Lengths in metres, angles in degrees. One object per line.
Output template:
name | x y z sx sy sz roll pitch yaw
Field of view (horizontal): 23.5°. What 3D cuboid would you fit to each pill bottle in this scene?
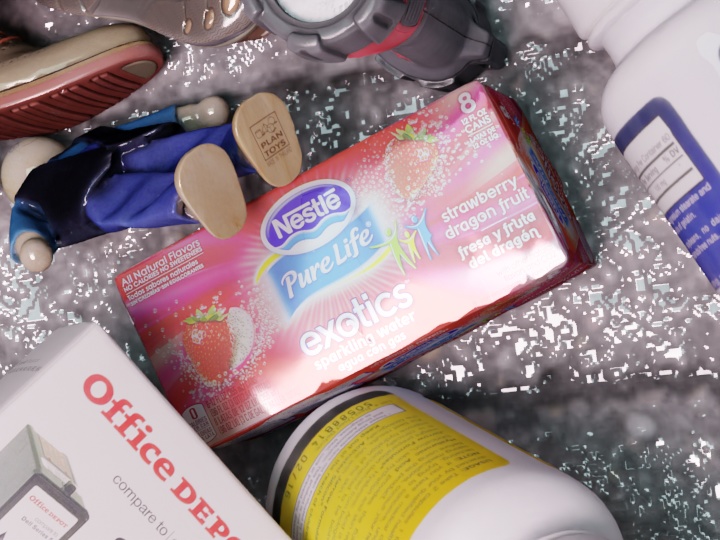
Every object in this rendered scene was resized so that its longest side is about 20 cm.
pill bottle | 0.177 -0.068 0.760 0.119 0.120 0.201 -35 82 12
pill bottle | 0.045 0.126 0.745 0.111 0.200 0.112 -6 104 -26

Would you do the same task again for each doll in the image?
doll | -0.110 -0.047 0.833 0.199 0.136 0.049 -1 126 49

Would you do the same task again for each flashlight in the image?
flashlight | 0.008 -0.116 0.763 0.068 0.200 0.068 -28 83 13

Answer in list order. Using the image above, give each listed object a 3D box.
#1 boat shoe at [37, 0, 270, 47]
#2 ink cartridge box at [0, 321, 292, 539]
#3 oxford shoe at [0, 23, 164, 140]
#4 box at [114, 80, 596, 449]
boat shoe | -0.108 -0.157 0.863 0.200 0.072 0.076 30 111 32
ink cartridge box | -0.145 0.140 0.738 0.200 0.084 0.146 -44 101 -18
oxford shoe | -0.198 -0.103 0.887 0.199 0.070 0.075 -14 81 13
box | 0.000 0.000 0.817 0.199 0.100 0.096 -28 83 14
